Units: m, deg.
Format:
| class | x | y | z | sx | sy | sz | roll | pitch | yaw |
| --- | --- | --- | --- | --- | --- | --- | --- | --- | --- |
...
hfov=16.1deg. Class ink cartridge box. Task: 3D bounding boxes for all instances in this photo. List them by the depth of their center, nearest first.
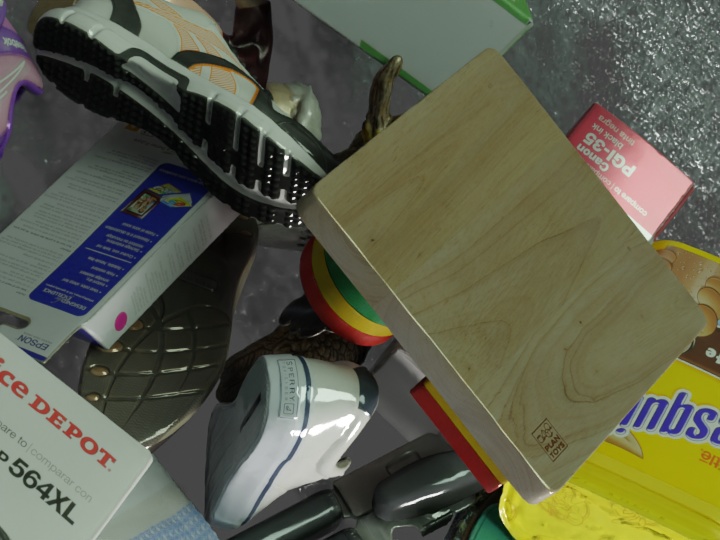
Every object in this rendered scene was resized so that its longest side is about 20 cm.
| class | x | y | z | sx | sy | sz | roll | pitch | yaw |
| --- | --- | --- | --- | --- | --- | --- | --- | --- | --- |
| ink cartridge box | -0.223 | 0.131 | 1.292 | 0.146 | 0.084 | 0.200 | 39 | 54 | -4 |
| ink cartridge box | -0.146 | -0.014 | 1.414 | 0.200 | 0.094 | 0.037 | -46 | 141 | -37 |
| ink cartridge box | 0.097 | 0.014 | 1.535 | 0.083 | 0.147 | 0.200 | 40 | 73 | 0 |
| ink cartridge box | 0.013 | -0.217 | 1.572 | 0.146 | 0.084 | 0.200 | 33 | 25 | -30 |

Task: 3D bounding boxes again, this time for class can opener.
| class | x | y | z | sx | sy | sz | roll | pitch | yaw |
| --- | --- | --- | --- | --- | --- | --- | --- | --- | --- |
| can opener | -0.020 | 0.148 | 1.464 | 0.199 | 0.067 | 0.053 | -27 | 67 | -16 |

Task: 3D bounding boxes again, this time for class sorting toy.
| class | x | y | z | sx | sy | sz | roll | pitch | yaw |
| --- | --- | --- | --- | --- | --- | --- | --- | --- | --- |
| sorting toy | 0.066 | 0.009 | 1.378 | 0.199 | 0.070 | 0.200 | 52 | 42 | -2 |

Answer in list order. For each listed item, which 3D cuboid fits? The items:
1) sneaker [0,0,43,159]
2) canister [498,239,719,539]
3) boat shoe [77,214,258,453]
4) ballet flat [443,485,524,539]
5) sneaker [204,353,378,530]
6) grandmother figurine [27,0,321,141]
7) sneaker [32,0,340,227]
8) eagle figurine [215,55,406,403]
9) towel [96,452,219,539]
| class | x | y | z | sx | sy | sz | roll | pitch | yaw |
| --- | --- | --- | --- | --- | --- | --- | --- | --- | --- |
| sneaker | -0.236 | -0.075 | 1.373 | 0.089 | 0.080 | 0.200 | 55 | 48 | -25 |
| canister | 0.188 | 0.090 | 1.505 | 0.148 | 0.087 | 0.200 | 24 | 53 | 12 |
| boat shoe | -0.108 | 0.044 | 1.437 | 0.074 | 0.073 | 0.200 | 22 | 46 | 4 |
| ballet flat | 0.083 | 0.156 | 1.532 | 0.074 | 0.074 | 0.200 | 52 | 41 | -18 |
| sneaker | -0.041 | 0.101 | 1.407 | 0.070 | 0.200 | 0.073 | 6 | 71 | -14 |
| grandmother figurine | -0.097 | -0.126 | 1.523 | 0.200 | 0.061 | 0.121 | 35 | 95 | -34 |
| sneaker | -0.082 | -0.101 | 1.409 | 0.200 | 0.074 | 0.080 | 36 | 50 | 12 |
| eagle figurine | -0.007 | 0.000 | 1.519 | 0.152 | 0.150 | 0.201 | 59 | 28 | -48 |
| towel | -0.120 | 0.188 | 1.374 | 0.147 | 0.024 | 0.200 | -26 | 71 | -37 |
